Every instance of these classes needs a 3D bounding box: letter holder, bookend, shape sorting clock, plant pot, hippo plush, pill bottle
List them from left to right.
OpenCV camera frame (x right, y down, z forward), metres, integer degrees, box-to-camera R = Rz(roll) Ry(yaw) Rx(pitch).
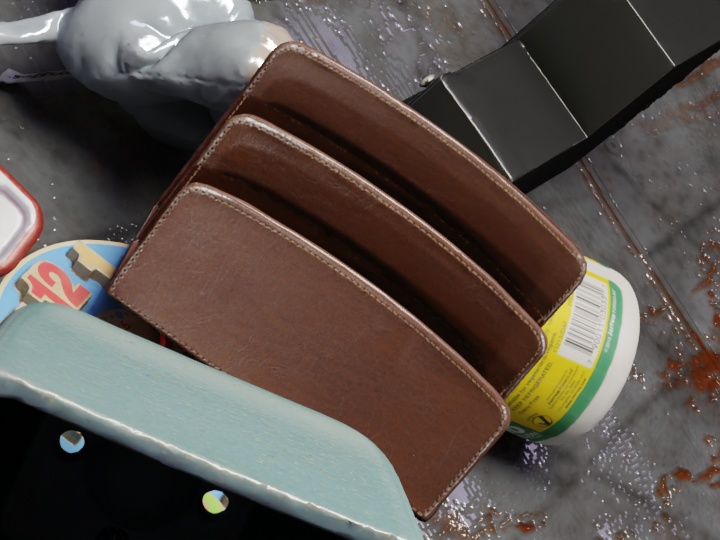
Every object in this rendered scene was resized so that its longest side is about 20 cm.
[{"bbox_3d":[-0.099,0.123,1.042,0.195,0.197,0.200,23,17,-9],"label":"plant pot"},{"bbox_3d":[-0.094,0.060,1.227,0.199,0.039,0.200,22,35,-17],"label":"shape sorting clock"},{"bbox_3d":[-0.087,-0.159,1.365,0.199,0.159,0.161,12,79,12],"label":"hippo plush"},{"bbox_3d":[0.000,0.000,1.239,0.200,0.142,0.101,36,24,-8],"label":"letter holder"},{"bbox_3d":[0.049,0.017,1.403,0.199,0.113,0.113,24,48,-24],"label":"pill bottle"},{"bbox_3d":[0.110,-0.115,1.482,0.200,0.199,0.092,-31,84,-46],"label":"bookend"}]

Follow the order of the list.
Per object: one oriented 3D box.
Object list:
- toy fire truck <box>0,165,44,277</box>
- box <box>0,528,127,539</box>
[{"bbox_3d":[-0.262,-0.035,1.154,0.200,0.112,0.168,46,57,-17],"label":"toy fire truck"},{"bbox_3d":[-0.166,0.112,1.196,0.159,0.046,0.200,33,38,-15],"label":"box"}]
